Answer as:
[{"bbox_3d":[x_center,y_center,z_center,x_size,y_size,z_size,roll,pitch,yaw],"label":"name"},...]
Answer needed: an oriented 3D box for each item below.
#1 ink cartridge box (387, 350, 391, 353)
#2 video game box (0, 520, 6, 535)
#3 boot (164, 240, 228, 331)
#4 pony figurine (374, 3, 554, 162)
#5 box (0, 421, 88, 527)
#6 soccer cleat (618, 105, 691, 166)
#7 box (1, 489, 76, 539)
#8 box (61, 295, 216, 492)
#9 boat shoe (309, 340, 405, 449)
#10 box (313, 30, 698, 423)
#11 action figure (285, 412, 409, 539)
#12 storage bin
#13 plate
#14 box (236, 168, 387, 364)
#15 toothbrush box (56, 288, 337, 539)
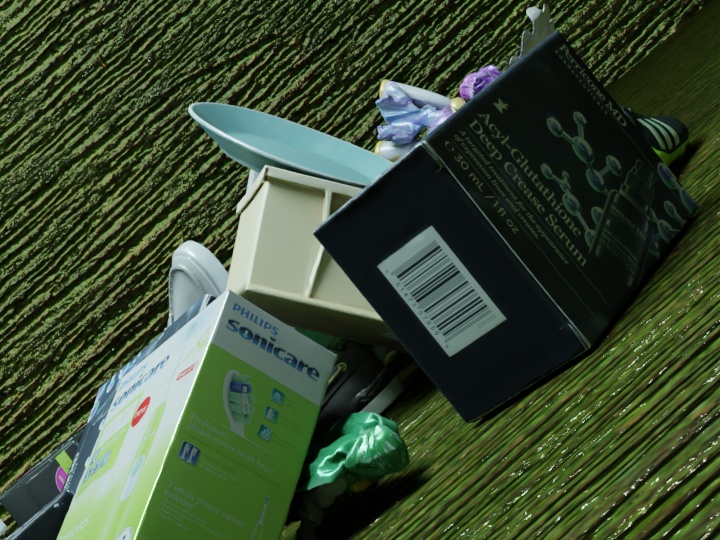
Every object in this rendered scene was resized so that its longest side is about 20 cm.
[{"bbox_3d":[-0.007,0.009,1.528,0.084,0.146,0.200,13,22,28],"label":"ink cartridge box"},{"bbox_3d":[-0.305,0.216,0.904,0.182,0.047,0.200,-39,4,6],"label":"video game box"},{"bbox_3d":[-0.152,0.077,1.410,0.073,0.200,0.096,20,46,37],"label":"boot"},{"bbox_3d":[0.114,-0.118,1.393,0.193,0.200,0.167,72,-150,-51],"label":"pony figurine"},{"bbox_3d":[-0.238,0.218,1.618,0.124,0.149,0.200,-37,2,28],"label":"box"},{"bbox_3d":[0.219,-0.106,1.283,0.067,0.081,0.200,-39,2,22],"label":"soccer cleat"},{"bbox_3d":[-0.247,0.268,0.998,0.200,0.123,0.198,-43,5,-41],"label":"box"},{"bbox_3d":[-0.140,0.138,1.235,0.200,0.107,0.149,-39,28,47],"label":"box"},{"bbox_3d":[-0.049,0.129,1.334,0.201,0.061,0.072,-39,3,31],"label":"boat shoe"},{"bbox_3d":[0.094,-0.031,0.962,0.107,0.149,0.200,-38,3,39],"label":"box"},{"bbox_3d":[-0.024,0.129,0.965,0.118,0.055,0.200,-39,1,-31],"label":"action figure"},{"bbox_3d":[0.000,0.000,1.247,0.200,0.198,0.094,149,133,-78],"label":"storage bin"},{"bbox_3d":[-0.046,-0.090,1.278,0.200,0.200,0.026,-48,-21,-77],"label":"plate"},{"bbox_3d":[-0.039,0.006,1.368,0.036,0.144,0.200,-158,78,-81],"label":"box"},{"bbox_3d":[-0.107,0.134,0.936,0.146,0.086,0.200,-37,26,47],"label":"toothbrush box"}]
